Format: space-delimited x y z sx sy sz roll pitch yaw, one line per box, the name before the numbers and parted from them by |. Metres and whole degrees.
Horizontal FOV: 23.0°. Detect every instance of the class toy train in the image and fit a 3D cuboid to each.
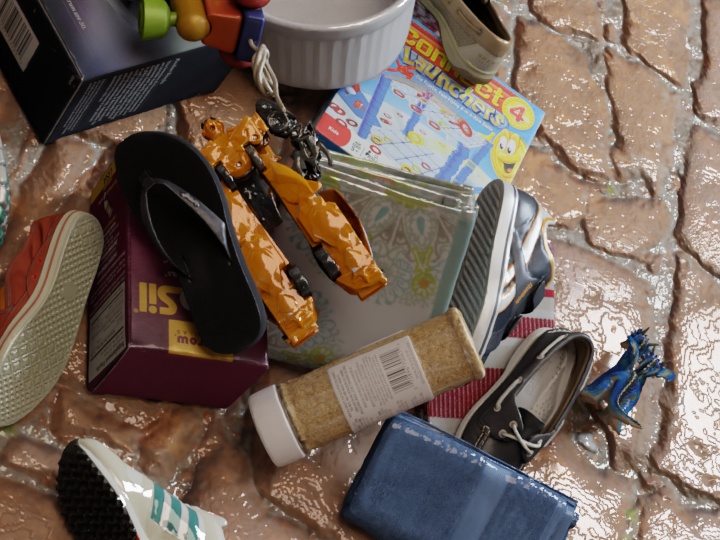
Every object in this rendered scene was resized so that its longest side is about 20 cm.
toy train | -0.137 -0.209 1.500 0.116 0.085 0.200 -1 49 -18

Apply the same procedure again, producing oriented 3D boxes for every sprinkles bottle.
sprinkles bottle | 0.006 0.101 1.525 0.200 0.068 0.068 -23 74 1

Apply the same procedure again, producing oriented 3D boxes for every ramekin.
ramekin | -0.040 -0.267 1.707 0.200 0.098 0.201 1 51 -1

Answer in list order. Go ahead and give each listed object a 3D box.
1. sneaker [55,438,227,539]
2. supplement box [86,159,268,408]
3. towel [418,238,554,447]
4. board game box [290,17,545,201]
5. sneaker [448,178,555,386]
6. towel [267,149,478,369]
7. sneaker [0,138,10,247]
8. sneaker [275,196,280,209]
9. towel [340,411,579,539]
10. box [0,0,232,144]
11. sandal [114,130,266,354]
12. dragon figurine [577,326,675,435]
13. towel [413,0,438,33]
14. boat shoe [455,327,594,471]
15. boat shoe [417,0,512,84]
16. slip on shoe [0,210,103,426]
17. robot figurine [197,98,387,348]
sneaker | -0.164 0.213 1.446 0.200 0.070 0.093 49 35 6
supplement box | -0.159 0.005 1.528 0.131 0.103 0.200 9 61 -26
towel | 0.120 0.064 1.667 0.144 0.023 0.200 5 81 -27
board game box | 0.061 -0.135 1.754 0.200 0.056 0.196 34 53 -8
sneaker | 0.129 0.021 1.620 0.079 0.078 0.200 25 75 -25
towel | 0.000 0.000 1.563 0.171 0.200 0.048 16 16 -3
sneaker | -0.351 -0.098 1.511 0.091 0.078 0.200 -8 64 -15
sneaker | -0.019 -0.010 1.615 0.072 0.083 0.200 -42 78 1
towel | 0.088 0.212 1.566 0.200 0.049 0.112 28 89 -12
box | -0.234 -0.250 1.615 0.198 0.123 0.200 -22 77 -37
sandal | -0.136 -0.028 1.434 0.200 0.076 0.043 60 15 5
dragon figurine | 0.258 0.100 1.682 0.059 0.200 0.099 44 90 2
towel | 0.042 -0.354 1.879 0.200 0.030 0.146 37 52 -6
boat shoe | 0.150 0.136 1.626 0.074 0.060 0.200 46 67 -20
boat shoe | 0.105 -0.279 1.796 0.071 0.065 0.200 5 48 -36
slip on shoe | -0.277 0.039 1.477 0.074 0.061 0.200 49 51 -50
robot figurine | -0.074 -0.043 1.482 0.145 0.058 0.200 -33 82 -7
